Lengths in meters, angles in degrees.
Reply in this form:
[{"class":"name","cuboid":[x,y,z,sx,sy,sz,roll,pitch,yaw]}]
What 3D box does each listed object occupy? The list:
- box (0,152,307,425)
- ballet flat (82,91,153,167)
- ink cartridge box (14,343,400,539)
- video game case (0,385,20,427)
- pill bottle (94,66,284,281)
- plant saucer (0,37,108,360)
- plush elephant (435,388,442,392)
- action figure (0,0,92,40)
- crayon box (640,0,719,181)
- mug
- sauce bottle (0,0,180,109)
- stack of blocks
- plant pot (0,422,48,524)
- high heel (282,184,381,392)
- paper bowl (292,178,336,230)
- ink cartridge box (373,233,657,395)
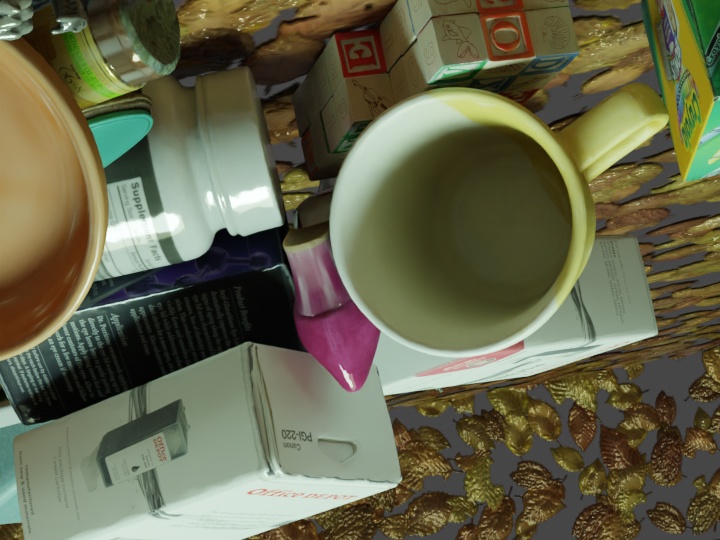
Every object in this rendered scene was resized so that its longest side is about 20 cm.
[{"class":"box","cuboid":[-0.142,-0.004,1.099,0.198,0.149,0.105,-13,139,-1]},{"class":"ballet flat","cuboid":[-0.209,-0.058,0.915,0.199,0.073,0.068,-35,159,4]},{"class":"ink cartridge box","cuboid":[-0.096,0.120,1.059,0.199,0.086,0.145,-21,161,30]},{"class":"video game case","cuboid":[-0.264,0.041,1.216,0.198,0.184,0.022,-16,134,29]},{"class":"pill bottle","cuboid":[-0.151,-0.054,0.995,0.198,0.115,0.114,-13,169,1]},{"class":"plant saucer","cuboid":[-0.215,-0.047,0.831,0.198,0.202,0.038,-16,-158,20]},{"class":"plush elephant","cuboid":[0.028,0.002,1.431,0.199,0.156,0.165,25,-159,-17]},{"class":"action figure","cuboid":[-0.174,-0.117,0.688,0.198,0.103,0.119,-3,155,-33]},{"class":"crayon box","cuboid":[0.207,-0.134,0.970,0.058,0.120,0.200,-13,169,4]},{"class":"mug","cuboid":[0.093,-0.029,1.005,0.185,0.151,0.153,-2,-179,19]},{"class":"sauce bottle","cuboid":[-0.188,-0.099,0.856,0.198,0.065,0.065,-18,168,22]},{"class":"stack of blocks","cuboid":[0.039,-0.118,1.024,0.114,0.059,0.200,-9,169,-18]},{"class":"plant pot","cuboid":[-0.220,0.068,1.364,0.199,0.198,0.195,-34,161,22]},{"class":"high heel","cuboid":[0.000,0.000,1.064,0.067,0.097,0.200,-15,-166,11]},{"class":"paper bowl","cuboid":[0.048,-0.049,1.261,0.198,0.105,0.201,-12,169,-2]},{"class":"ink cartridge box","cuboid":[0.100,0.032,1.244,0.199,0.086,0.145,-6,168,-43]}]
